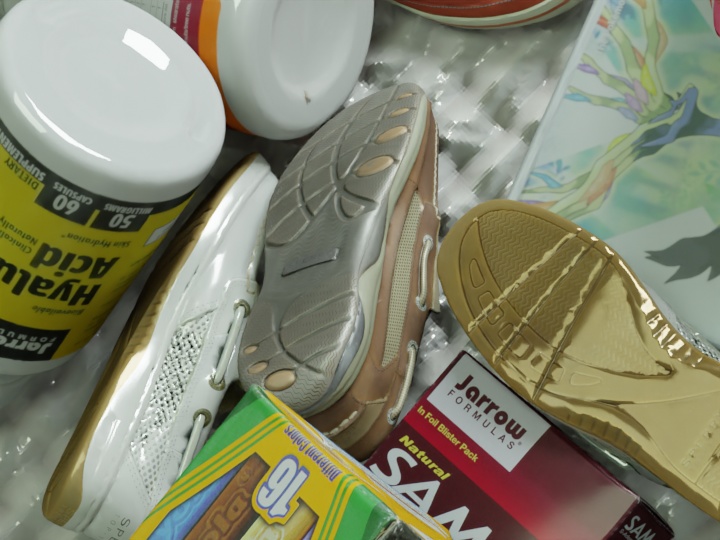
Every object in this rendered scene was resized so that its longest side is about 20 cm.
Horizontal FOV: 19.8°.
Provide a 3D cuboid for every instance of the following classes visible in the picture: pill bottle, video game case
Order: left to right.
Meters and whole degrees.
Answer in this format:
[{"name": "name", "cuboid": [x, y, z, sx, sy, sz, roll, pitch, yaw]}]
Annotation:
[{"name": "pill bottle", "cuboid": [-0.151, -0.023, 0.938, 0.200, 0.111, 0.112, -51, 51, 41]}, {"name": "pill bottle", "cuboid": [-0.101, -0.134, 0.998, 0.199, 0.110, 0.110, 16, 77, 33]}, {"name": "video game case", "cuboid": [0.169, -0.061, 0.904, 0.182, 0.022, 0.201, 19, 79, 29]}]

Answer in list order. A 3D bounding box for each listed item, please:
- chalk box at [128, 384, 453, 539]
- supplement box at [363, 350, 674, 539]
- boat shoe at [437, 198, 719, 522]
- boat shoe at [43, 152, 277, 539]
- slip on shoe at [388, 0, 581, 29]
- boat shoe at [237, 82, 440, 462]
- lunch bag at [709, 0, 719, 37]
[{"name": "chalk box", "cuboid": [-0.039, 0.170, 0.755, 0.200, 0.125, 0.124, -49, 33, -1]}, {"name": "supplement box", "cuboid": [0.023, 0.146, 0.864, 0.109, 0.061, 0.200, 39, 88, 31]}, {"name": "boat shoe", "cuboid": [0.113, 0.048, 0.857, 0.071, 0.069, 0.200, -47, 65, -1]}, {"name": "boat shoe", "cuboid": [-0.073, 0.040, 0.942, 0.069, 0.071, 0.201, 30, 64, -11]}, {"name": "slip on shoe", "cuboid": [0.025, -0.167, 0.987, 0.199, 0.061, 0.074, 21, 77, 27]}, {"name": "boat shoe", "cuboid": [0.000, 0.000, 0.922, 0.075, 0.072, 0.201, -13, 42, 33]}, {"name": "lunch bag", "cuboid": [0.228, -0.169, 0.840, 0.175, 0.082, 0.200, -8, 31, 17]}]
